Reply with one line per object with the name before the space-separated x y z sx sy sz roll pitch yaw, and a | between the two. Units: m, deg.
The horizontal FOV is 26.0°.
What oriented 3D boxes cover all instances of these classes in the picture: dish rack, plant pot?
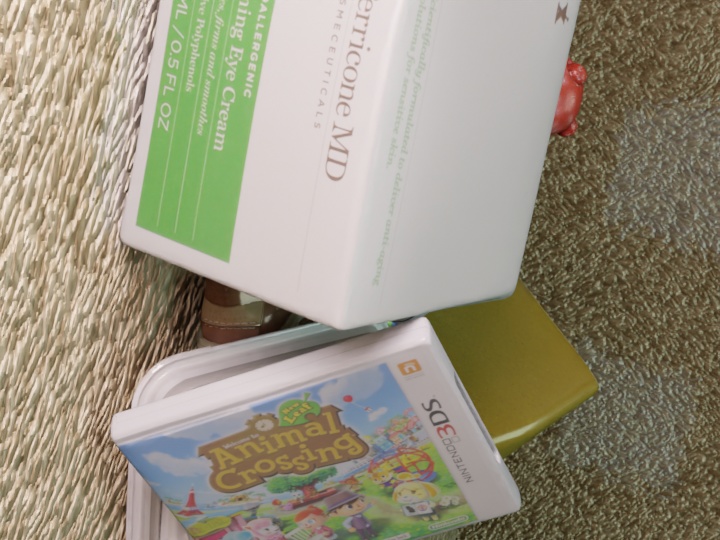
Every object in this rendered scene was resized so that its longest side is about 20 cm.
dish rack | -0.057 0.123 1.037 0.199 0.043 0.173 -13 123 -33
plant pot | 0.054 0.110 1.407 0.194 0.196 0.200 -42 172 37

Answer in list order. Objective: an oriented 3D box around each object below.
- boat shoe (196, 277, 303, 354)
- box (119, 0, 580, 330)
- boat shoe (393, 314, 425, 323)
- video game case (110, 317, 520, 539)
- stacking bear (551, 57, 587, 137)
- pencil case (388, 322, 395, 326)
boat shoe | -0.064 -0.004 1.095 0.200 0.075 0.072 -71 160 -64
box | -0.004 -0.091 0.901 0.199 0.170 0.201 -10 115 -56
boat shoe | -0.012 -0.050 1.118 0.066 0.072 0.201 -24 90 -63
video game case | -0.022 0.118 0.945 0.022 0.199 0.182 -95 163 -44
stacking bear | 0.110 -0.178 1.453 0.114 0.198 0.122 -57 157 -61
pencil case | 0.000 0.000 1.219 0.078 0.086 0.201 39 -51 51
